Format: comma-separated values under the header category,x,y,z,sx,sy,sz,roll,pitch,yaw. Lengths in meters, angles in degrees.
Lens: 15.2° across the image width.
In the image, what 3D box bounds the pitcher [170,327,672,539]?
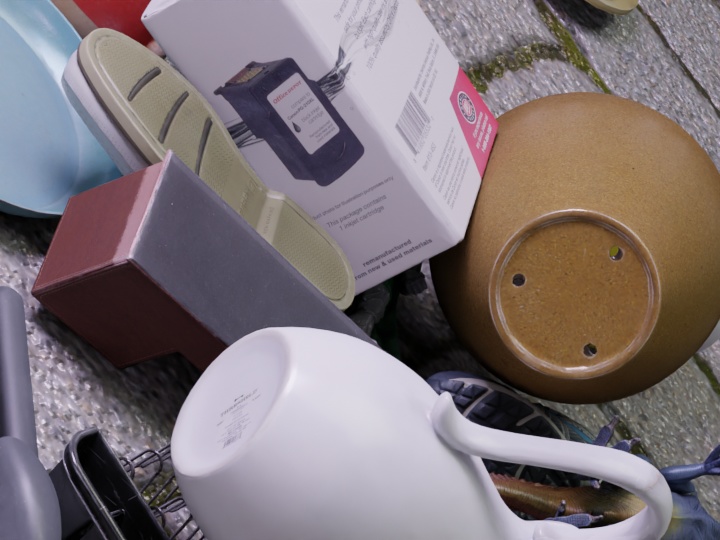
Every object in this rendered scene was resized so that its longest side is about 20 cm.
category,x,y,z,sx,sy,sz,roll,pitch,yaw
pitcher,0.028,0.100,1.244,0.200,0.171,0.121,38,32,-28

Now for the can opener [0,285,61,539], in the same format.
category,x,y,z,sx,sy,sz,roll,pitch,yaw
can opener,-0.160,0.071,1.226,0.053,0.067,0.200,29,35,-36

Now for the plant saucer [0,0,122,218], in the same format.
category,x,y,z,sx,sy,sz,roll,pitch,yaw
plant saucer,-0.208,-0.104,1.415,0.200,0.027,0.200,36,31,-26

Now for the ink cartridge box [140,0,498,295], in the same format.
category,x,y,z,sx,sy,sz,roll,pitch,yaw
ink cartridge box,-0.018,-0.110,1.489,0.200,0.084,0.145,54,26,-19

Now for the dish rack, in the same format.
category,x,y,z,sx,sy,sz,roll,pitch,yaw
dish rack,-0.063,0.140,1.299,0.154,0.055,0.200,57,28,11

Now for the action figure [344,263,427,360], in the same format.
category,x,y,z,sx,sy,sz,roll,pitch,yaw
action figure,0.000,0.000,1.569,0.118,0.055,0.200,43,24,-8

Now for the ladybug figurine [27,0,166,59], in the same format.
category,x,y,z,sx,sy,sz,roll,pitch,yaw
ladybug figurine,-0.164,-0.206,1.553,0.200,0.072,0.136,54,28,6

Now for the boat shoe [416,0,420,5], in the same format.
category,x,y,z,sx,sy,sz,roll,pitch,yaw
boat shoe,-0.034,-0.167,1.702,0.200,0.065,0.072,2,54,-55

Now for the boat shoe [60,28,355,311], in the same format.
category,x,y,z,sx,sy,sz,roll,pitch,yaw
boat shoe,-0.093,-0.037,1.421,0.200,0.068,0.075,48,33,-15

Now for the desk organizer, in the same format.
category,x,y,z,sx,sy,sz,roll,pitch,yaw
desk organizer,-0.069,0.035,1.388,0.200,0.077,0.072,44,46,-31

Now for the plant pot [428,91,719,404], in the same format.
category,x,y,z,sx,sy,sz,roll,pitch,yaw
plant pot,0.125,0.000,1.521,0.186,0.186,0.200,48,9,-3

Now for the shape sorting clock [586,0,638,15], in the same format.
category,x,y,z,sx,sy,sz,roll,pitch,yaw
shape sorting clock,0.146,-0.278,2.130,0.200,0.039,0.200,35,30,-24

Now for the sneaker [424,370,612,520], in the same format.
category,x,y,z,sx,sy,sz,roll,pitch,yaw
sneaker,0.098,0.113,1.570,0.200,0.078,0.086,36,13,-30

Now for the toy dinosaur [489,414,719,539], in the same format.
category,x,y,z,sx,sy,sz,roll,pitch,yaw
toy dinosaur,0.169,0.128,1.523,0.200,0.105,0.181,14,-3,29

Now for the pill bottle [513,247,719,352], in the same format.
category,x,y,z,sx,sy,sz,roll,pitch,yaw
pill bottle,0.153,-0.007,1.729,0.200,0.114,0.114,15,43,-47
